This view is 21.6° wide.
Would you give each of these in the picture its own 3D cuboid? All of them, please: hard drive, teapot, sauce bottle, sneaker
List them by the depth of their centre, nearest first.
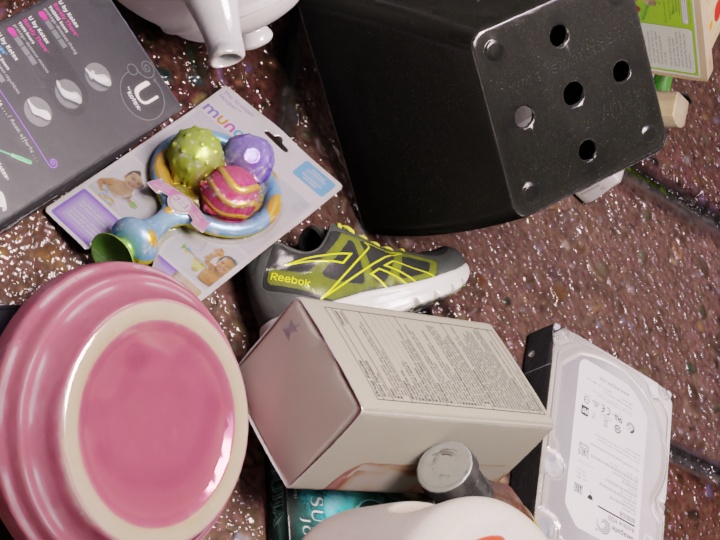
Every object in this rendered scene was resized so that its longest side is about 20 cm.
[{"bbox_3d":[0.094,0.185,1.300,0.200,0.066,0.066,60,36,-44],"label":"sauce bottle"},{"bbox_3d":[-0.095,-0.225,1.306,0.200,0.197,0.146,-34,113,-33],"label":"teapot"},{"bbox_3d":[0.000,0.000,1.347,0.200,0.074,0.085,-17,82,-45],"label":"sneaker"},{"bbox_3d":[0.180,0.157,1.466,0.140,0.038,0.200,31,53,-28],"label":"hard drive"}]

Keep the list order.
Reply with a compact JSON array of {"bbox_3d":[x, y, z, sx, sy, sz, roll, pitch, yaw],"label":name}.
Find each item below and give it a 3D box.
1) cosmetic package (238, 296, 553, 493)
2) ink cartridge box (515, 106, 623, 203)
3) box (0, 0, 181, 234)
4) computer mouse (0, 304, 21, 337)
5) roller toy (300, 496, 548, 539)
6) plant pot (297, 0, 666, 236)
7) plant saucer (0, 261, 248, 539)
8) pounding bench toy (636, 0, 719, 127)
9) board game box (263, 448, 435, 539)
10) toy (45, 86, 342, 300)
[{"bbox_3d":[0.023,0.090,1.285,0.200,0.087,0.103,11,40,-46],"label":"cosmetic package"},{"bbox_3d":[0.177,-0.180,1.621,0.161,0.050,0.200,42,43,-20],"label":"ink cartridge box"},{"bbox_3d":[-0.227,-0.079,1.143,0.106,0.122,0.200,56,45,-6],"label":"box"},{"bbox_3d":[-0.230,0.085,1.116,0.200,0.046,0.141,-3,72,-43],"label":"computer mouse"},{"bbox_3d":[0.038,0.234,1.184,0.200,0.140,0.183,-49,116,-42],"label":"roller toy"},{"bbox_3d":[0.104,-0.136,1.350,0.200,0.177,0.200,-26,113,-23],"label":"plant pot"},{"bbox_3d":[-0.138,0.094,1.153,0.200,0.051,0.201,3,86,-47],"label":"plant saucer"},{"bbox_3d":[0.253,-0.236,1.573,0.156,0.124,0.200,-60,149,-34],"label":"pounding bench toy"},{"bbox_3d":[0.000,0.221,1.275,0.135,0.028,0.200,14,62,-37],"label":"board game box"},{"bbox_3d":[-0.104,-0.058,1.277,0.115,0.047,0.200,42,49,8],"label":"toy"}]
